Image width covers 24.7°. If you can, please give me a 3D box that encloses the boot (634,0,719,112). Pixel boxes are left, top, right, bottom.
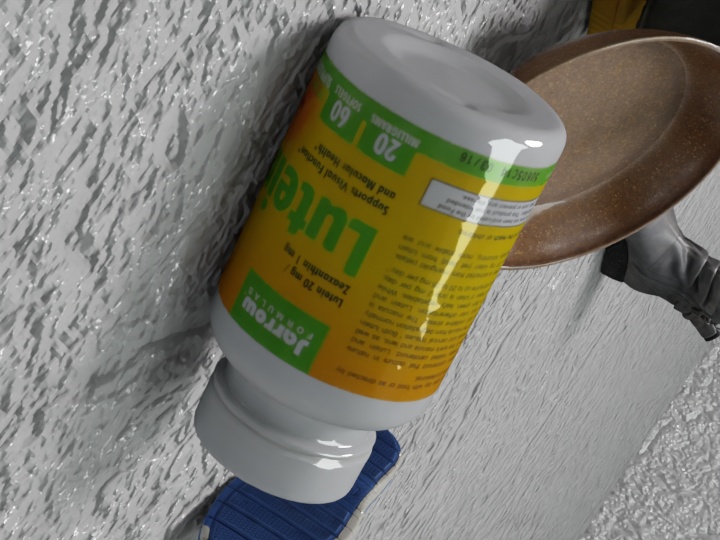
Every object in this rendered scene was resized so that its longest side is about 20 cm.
[{"bbox_3d":[0.222,-0.195,0.925,0.200,0.072,0.182,117,-4,-81],"label":"boot"}]

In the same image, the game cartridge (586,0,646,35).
[{"bbox_3d":[0.205,-0.245,1.000,0.176,0.032,0.200,-50,161,-22],"label":"game cartridge"}]

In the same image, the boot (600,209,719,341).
[{"bbox_3d":[0.292,-0.018,1.465,0.070,0.131,0.200,-52,162,-15],"label":"boot"}]

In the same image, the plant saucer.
[{"bbox_3d":[0.126,-0.075,0.951,0.200,0.037,0.201,-16,149,-10],"label":"plant saucer"}]

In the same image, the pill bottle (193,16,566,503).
[{"bbox_3d":[0.000,0.000,0.731,0.111,0.111,0.200,-20,140,-63],"label":"pill bottle"}]

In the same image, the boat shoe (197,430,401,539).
[{"bbox_3d":[-0.037,0.154,0.969,0.200,0.072,0.073,-28,148,-58],"label":"boat shoe"}]
